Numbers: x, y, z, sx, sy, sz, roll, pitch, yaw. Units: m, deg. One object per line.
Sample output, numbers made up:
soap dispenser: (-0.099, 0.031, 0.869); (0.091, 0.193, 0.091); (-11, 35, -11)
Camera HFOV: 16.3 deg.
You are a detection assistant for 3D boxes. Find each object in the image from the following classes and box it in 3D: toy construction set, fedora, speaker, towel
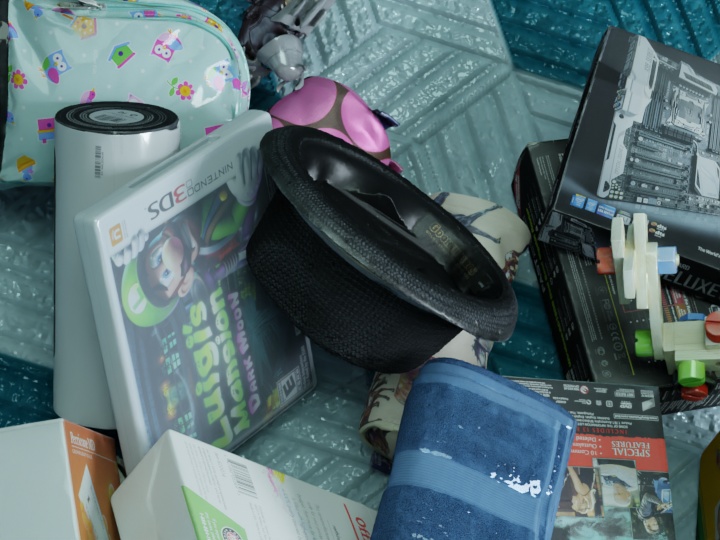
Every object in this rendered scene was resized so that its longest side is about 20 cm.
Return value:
toy construction set: (0.247, 0.028, 1.609); (0.200, 0.131, 0.092); (11, 69, 17)
fedora: (0.000, 0.000, 1.590); (0.201, 0.201, 0.092); (42, 109, 12)
speaker: (-0.156, -0.002, 1.603); (0.081, 0.081, 0.200); (-1, 109, -9)
towel: (0.064, 0.152, 1.515); (0.112, 0.049, 0.200); (26, 55, -14)

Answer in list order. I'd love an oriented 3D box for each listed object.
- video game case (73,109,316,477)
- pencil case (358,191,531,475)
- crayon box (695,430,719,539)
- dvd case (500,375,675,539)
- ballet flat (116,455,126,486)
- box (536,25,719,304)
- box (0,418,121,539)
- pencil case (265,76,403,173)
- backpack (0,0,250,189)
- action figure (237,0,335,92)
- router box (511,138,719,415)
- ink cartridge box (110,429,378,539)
video game case: (-0.099, 0.023, 1.587); (0.023, 0.200, 0.182); (8, 28, 34)
pencil case: (0.059, 0.042, 1.685); (0.078, 0.089, 0.200); (3, 60, 24)
crayon box: (0.268, 0.140, 1.600); (0.058, 0.200, 0.119); (10, 63, -5)
dvd case: (0.129, 0.161, 1.582); (0.146, 0.022, 0.200); (4, 60, -14)
ballet flat: (-0.139, 0.164, 1.601); (0.200, 0.072, 0.072); (34, 64, 7)
box: (0.237, -0.062, 1.707); (0.200, 0.050, 0.158); (20, 62, -1)
box: (-0.194, 0.200, 1.506); (0.097, 0.124, 0.200); (-11, 79, 7)
pencil case: (-0.065, -0.043, 1.705); (0.200, 0.091, 0.094); (-43, 103, -22)
backpack: (-0.175, -0.119, 1.671); (0.200, 0.167, 0.127); (1, 19, -16)
action figure: (-0.061, -0.203, 1.763); (0.069, 0.130, 0.200); (31, 35, -44)
router box: (0.202, 0.000, 1.735); (0.150, 0.062, 0.200); (-8, 66, -13)
ink cartridge box: (-0.045, 0.185, 1.528); (0.200, 0.067, 0.117); (24, 26, -32)
